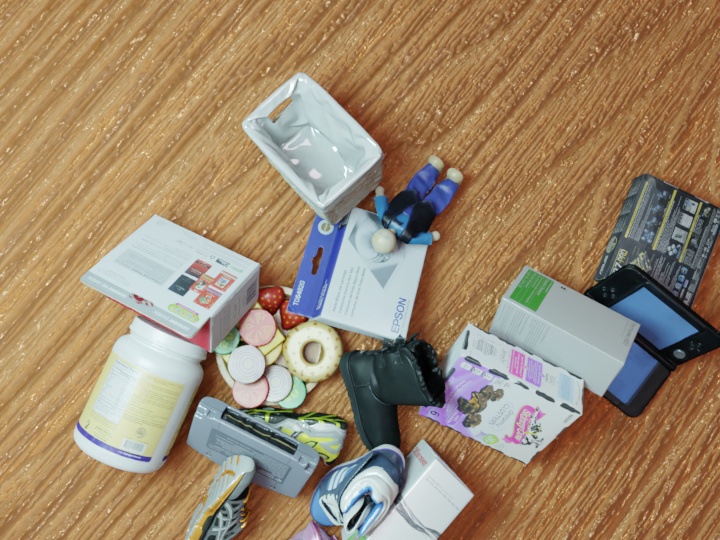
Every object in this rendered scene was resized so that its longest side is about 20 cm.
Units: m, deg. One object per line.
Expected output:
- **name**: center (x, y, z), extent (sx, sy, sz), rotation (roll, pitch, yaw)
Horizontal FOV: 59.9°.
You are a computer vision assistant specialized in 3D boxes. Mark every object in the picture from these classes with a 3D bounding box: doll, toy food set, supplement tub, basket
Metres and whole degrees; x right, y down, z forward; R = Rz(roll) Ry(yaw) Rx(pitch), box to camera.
- **doll**: center (0.082, -0.102, 1.024), extent (0.136, 0.049, 0.200), rotation (35, 65, 10)
- **toy food set**: center (-0.143, 0.126, 1.020), extent (0.197, 0.049, 0.201), rotation (-39, 89, -6)
- **supplement tub**: center (-0.329, 0.186, 0.955), extent (0.144, 0.145, 0.202), rotation (24, 84, -1)
- **basket**: center (-0.069, -0.185, 0.996), extent (0.135, 0.123, 0.200), rotation (-42, 75, -6)

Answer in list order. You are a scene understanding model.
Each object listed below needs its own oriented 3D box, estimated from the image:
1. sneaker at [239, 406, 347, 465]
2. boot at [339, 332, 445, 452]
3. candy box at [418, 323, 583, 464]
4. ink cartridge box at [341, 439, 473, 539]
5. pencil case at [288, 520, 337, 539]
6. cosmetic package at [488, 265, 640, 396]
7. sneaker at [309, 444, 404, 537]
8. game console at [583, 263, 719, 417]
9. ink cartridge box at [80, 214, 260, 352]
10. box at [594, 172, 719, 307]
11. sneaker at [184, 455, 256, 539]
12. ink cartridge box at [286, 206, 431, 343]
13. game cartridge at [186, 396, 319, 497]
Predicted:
- **sneaker**: center (-0.122, 0.265, 0.997), extent (0.197, 0.075, 0.077), rotation (8, 90, 2)
- **boot**: center (0.061, 0.196, 0.961), extent (0.073, 0.161, 0.200), rotation (-26, 98, -48)
- **candy box**: center (0.216, 0.197, 0.974), extent (0.198, 0.169, 0.072), rotation (25, 43, 0)
- **ink cartridge box**: center (0.068, 0.374, 0.962), extent (0.084, 0.146, 0.200), rotation (43, 85, 0)
- **pencil case**: center (-0.124, 0.480, 0.975), extent (0.199, 0.087, 0.088), rotation (-37, 88, -6)
- **cosmetic package**: center (0.319, 0.092, 0.984), extent (0.199, 0.085, 0.108), rotation (28, 44, 19)
- **sneaker**: center (-0.023, 0.348, 0.930), extent (0.200, 0.146, 0.081), rotation (-40, 88, 20)
- **game console**: center (0.448, 0.119, 1.025), extent (0.199, 0.176, 0.117), rotation (38, 56, 0)
- **ink cartridge box**: center (-0.282, 0.028, 0.939), extent (0.198, 0.084, 0.176), rotation (25, 45, 12)
- **box**: center (0.515, -0.042, 1.073), extent (0.160, 0.049, 0.202), rotation (24, 84, -3)
- **sneaker**: center (-0.203, 0.364, 0.966), extent (0.077, 0.079, 0.201), rotation (27, 116, -12)
- **ink cartridge box**: center (0.000, 0.000, 1.021), extent (0.198, 0.041, 0.202), rotation (16, 71, -2)
- **game cartridge**: center (-0.170, 0.279, 0.969), extent (0.198, 0.134, 0.041), rotation (28, 41, -2)
